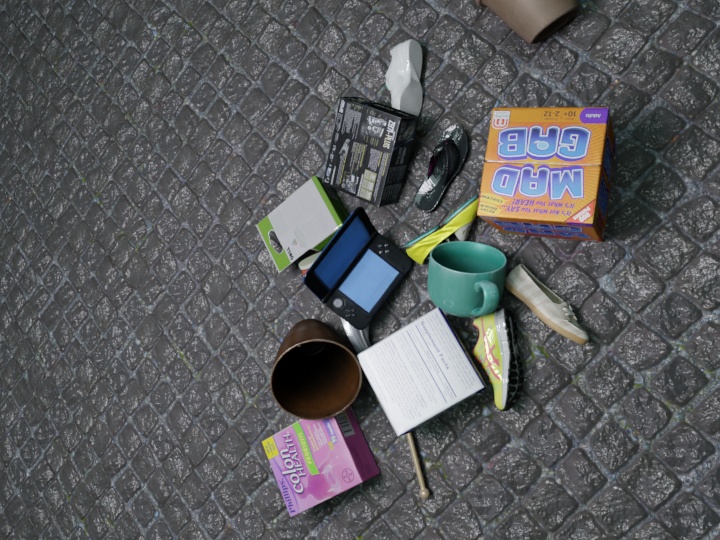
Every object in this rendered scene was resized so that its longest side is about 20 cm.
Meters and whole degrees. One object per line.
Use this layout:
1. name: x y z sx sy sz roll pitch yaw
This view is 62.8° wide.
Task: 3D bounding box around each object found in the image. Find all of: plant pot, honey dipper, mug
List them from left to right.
1. plant pot: -0.103 0.190 1.283 0.186 0.200 0.188 -3 110 -8
2. honey dipper: 0.113 0.379 1.246 0.038 0.038 0.201 -22 75 22
3. mug: 0.204 0.030 1.163 0.152 0.185 0.115 10 118 17
4. plant pot: 0.341 -0.559 1.180 0.200 0.200 0.175 -32 87 19

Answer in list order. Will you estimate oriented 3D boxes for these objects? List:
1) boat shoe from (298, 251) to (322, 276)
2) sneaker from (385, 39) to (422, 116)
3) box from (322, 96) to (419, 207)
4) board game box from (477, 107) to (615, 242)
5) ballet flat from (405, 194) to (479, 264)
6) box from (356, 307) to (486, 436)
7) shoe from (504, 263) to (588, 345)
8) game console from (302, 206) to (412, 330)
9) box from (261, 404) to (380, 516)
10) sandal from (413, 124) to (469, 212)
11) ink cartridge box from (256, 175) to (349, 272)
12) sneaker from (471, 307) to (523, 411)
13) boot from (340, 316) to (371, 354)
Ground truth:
1. boat shoe: -0.042 -0.023 1.359 0.199 0.071 0.063 -22 112 9
2. sneaker: 0.090 -0.418 1.347 0.088 0.075 0.201 3 85 44
3. box: 0.020 -0.266 1.310 0.163 0.086 0.201 26 116 27
4. board game box: 0.354 -0.175 1.104 0.199 0.200 0.201 7 87 27
5. ballet flat: 0.188 -0.080 1.259 0.200 0.067 0.067 -36 91 21
6. box: 0.126 0.207 1.203 0.200 0.105 0.184 -31 71 7
7. shoe: 0.363 0.065 1.142 0.200 0.070 0.053 44 111 26
8. game console: 0.000 0.000 1.242 0.171 0.118 0.200 38 81 -1
9. box: -0.090 0.414 1.309 0.200 0.097 0.176 -32 71 20
10. sandal: 0.176 -0.222 1.282 0.075 0.048 0.201 25 96 27
11. ink cartridge box: -0.133 -0.105 1.407 0.200 0.076 0.148 -36 70 20
12. sneaker: 0.269 0.179 1.180 0.090 0.078 0.201 -10 74 33
13. boot: 0.006 0.089 1.318 0.095 0.074 0.201 -23 84 9
